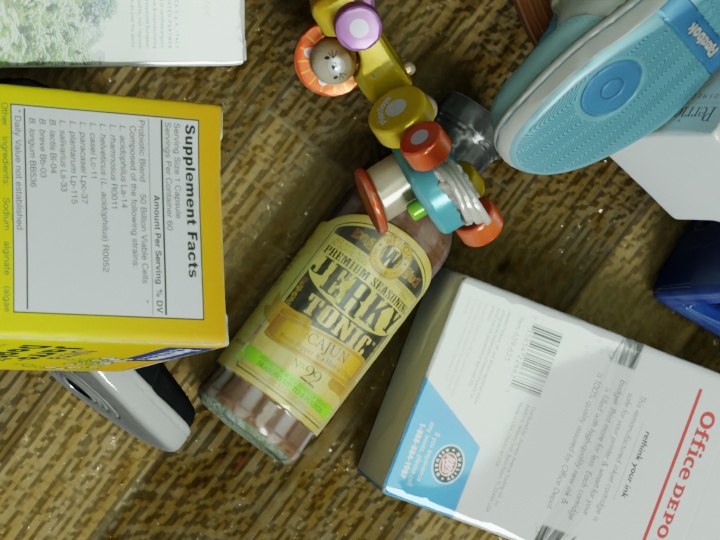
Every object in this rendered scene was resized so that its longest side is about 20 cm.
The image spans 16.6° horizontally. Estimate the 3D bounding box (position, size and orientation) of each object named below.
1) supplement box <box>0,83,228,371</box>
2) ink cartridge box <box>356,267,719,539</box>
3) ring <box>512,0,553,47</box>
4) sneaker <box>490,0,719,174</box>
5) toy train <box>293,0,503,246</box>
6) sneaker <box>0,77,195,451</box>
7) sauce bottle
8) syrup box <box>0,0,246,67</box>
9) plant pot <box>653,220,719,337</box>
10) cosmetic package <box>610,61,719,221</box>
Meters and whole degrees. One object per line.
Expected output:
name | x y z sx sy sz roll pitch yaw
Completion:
supplement box | -0.169 -0.017 1.060 0.200 0.110 0.109 4 80 -31
ink cartridge box | 0.113 0.088 1.246 0.200 0.067 0.116 22 89 -13
ring | 0.148 -0.168 1.199 0.200 0.019 0.200 -3 96 -31
sneaker | 0.115 -0.142 1.121 0.200 0.080 0.131 -41 57 -1
toy train | -0.007 -0.090 1.138 0.056 0.150 0.200 -31 80 7
sneaker | -0.127 -0.013 1.183 0.200 0.073 0.112 46 71 -20
sauce bottle | 0.000 0.000 1.216 0.065 0.065 0.200 37 83 -13
syrup box | -0.157 -0.135 1.161 0.200 0.081 0.079 -2 96 -15
plant pot | 0.294 -0.020 1.218 0.200 0.200 0.180 30 82 -13
cosmetic package | 0.208 -0.122 1.169 0.071 0.101 0.200 40 72 -25
